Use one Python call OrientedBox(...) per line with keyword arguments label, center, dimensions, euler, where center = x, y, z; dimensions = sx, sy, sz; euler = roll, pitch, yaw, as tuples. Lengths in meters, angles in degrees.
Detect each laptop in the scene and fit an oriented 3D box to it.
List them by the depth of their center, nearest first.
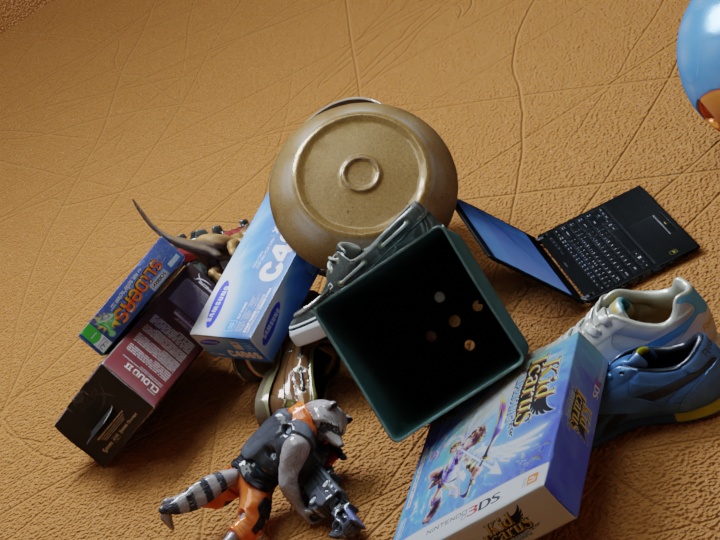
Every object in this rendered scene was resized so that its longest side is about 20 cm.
OrientedBox(label="laptop", center=(0.214, -0.050, 1.744), dimensions=(0.199, 0.104, 0.177), euler=(-26, 26, 0))

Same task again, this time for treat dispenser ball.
OrientedBox(label="treat dispenser ball", center=(0.428, -0.228, 1.766), dimensions=(0.200, 0.202, 0.201), euler=(-21, 26, 11))

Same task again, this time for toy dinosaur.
OrientedBox(label="toy dinosaur", center=(-0.169, -0.022, 1.904), dimensions=(0.106, 0.199, 0.061), euler=(41, 110, 28))

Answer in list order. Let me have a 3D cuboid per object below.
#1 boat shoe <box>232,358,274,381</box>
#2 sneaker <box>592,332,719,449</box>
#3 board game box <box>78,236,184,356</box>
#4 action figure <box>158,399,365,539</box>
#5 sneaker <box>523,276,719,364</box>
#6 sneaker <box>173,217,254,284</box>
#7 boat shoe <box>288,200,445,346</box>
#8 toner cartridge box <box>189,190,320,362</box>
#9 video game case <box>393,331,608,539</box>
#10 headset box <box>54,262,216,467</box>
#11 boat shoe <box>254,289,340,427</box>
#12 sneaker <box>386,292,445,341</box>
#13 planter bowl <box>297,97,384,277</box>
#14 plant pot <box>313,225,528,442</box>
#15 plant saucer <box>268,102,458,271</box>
OrientedBox(label="boat shoe", center=(-0.118, 0.066, 1.871), dimensions=(0.062, 0.071, 0.200), euler=(-24, 23, 17))
OrientedBox(label="sneaker", center=(0.221, 0.103, 1.485), dimensions=(0.199, 0.079, 0.066), euler=(-19, 28, 19))
OrientedBox(label="board game box", center=(-0.245, 0.029, 1.846), dimensions=(0.136, 0.034, 0.200), euler=(-51, 3, -5))
OrientedBox(label="action figure", center=(-0.080, 0.194, 1.567), dimensions=(0.193, 0.105, 0.200), euler=(-43, 27, -12))
OrientedBox(label="sneaker", center=(0.223, 0.064, 1.551), dimensions=(0.199, 0.081, 0.077), euler=(-19, 28, 18))
OrientedBox(label="sneaker", center=(-0.128, -0.014, 2.033), dimensions=(0.199, 0.099, 0.071), euler=(-16, 3, -37))
OrientedBox(label="boat shoe", center=(0.000, 0.000, 1.699), dimensions=(0.199, 0.071, 0.072), euler=(-35, 6, 16))
OrientedBox(label="toner cartridge box", center=(-0.092, -0.001, 1.792), dimensions=(0.095, 0.043, 0.201), euler=(1, 55, 43))
OrientedBox(label="video game case", center=(0.116, 0.163, 1.435), dimensions=(0.181, 0.045, 0.201), euler=(-34, 20, 33))
OrientedBox(label="headset box", center=(-0.235, 0.107, 1.825), dimensions=(0.149, 0.075, 0.200), euler=(-47, 4, 46))
OrientedBox(label="boat shoe", center=(-0.051, 0.094, 1.768), dimensions=(0.067, 0.072, 0.201), euler=(-13, 39, 22))
OrientedBox(label="sneaker", center=(0.035, 0.052, 1.758), dimensions=(0.088, 0.081, 0.201), euler=(-23, 25, 35))
OrientedBox(label="planter bowl", center=(0.014, -0.073, 1.892), dimensions=(0.199, 0.134, 0.202), euler=(-18, 61, 36))
OrientedBox(label="plant pot", center=(0.071, 0.054, 1.588), dimensions=(0.141, 0.142, 0.200), euler=(-33, -6, 11))
OrientedBox(label="plant saucer", center=(0.002, -0.093, 1.760), dimensions=(0.198, 0.035, 0.202), euler=(-2, 67, 4))
